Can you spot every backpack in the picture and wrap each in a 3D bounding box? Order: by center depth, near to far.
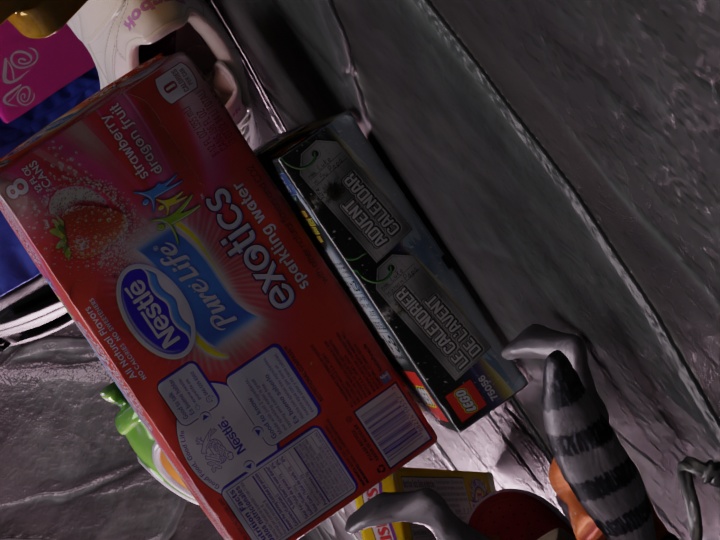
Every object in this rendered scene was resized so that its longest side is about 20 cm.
[{"bbox_3d":[-0.202,-0.049,1.448,0.168,0.200,0.163,54,173,10],"label":"backpack"}]

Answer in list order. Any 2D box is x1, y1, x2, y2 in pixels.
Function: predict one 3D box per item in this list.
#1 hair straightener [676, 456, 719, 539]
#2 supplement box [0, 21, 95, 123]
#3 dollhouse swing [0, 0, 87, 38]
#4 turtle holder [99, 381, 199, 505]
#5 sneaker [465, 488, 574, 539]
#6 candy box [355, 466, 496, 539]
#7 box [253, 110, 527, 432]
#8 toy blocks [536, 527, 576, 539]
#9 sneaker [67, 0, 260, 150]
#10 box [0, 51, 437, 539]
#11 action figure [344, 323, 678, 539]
[{"bbox_3d":[0.136,0.123,0.582,0.200,0.077,0.041,49,-175,35],"label":"hair straightener"},{"bbox_3d":[-0.230,-0.197,1.379,0.200,0.103,0.101,47,167,41],"label":"supplement box"},{"bbox_3d":[-0.224,-0.179,0.961,0.182,0.176,0.200,43,167,52],"label":"dollhouse swing"},{"bbox_3d":[-0.106,0.109,1.731,0.132,0.141,0.186,54,171,1],"label":"turtle holder"},{"bbox_3d":[0.082,0.177,0.987,0.112,0.071,0.200,49,-159,-64],"label":"sneaker"},{"bbox_3d":[0.042,0.146,1.090,0.200,0.026,0.102,21,-125,-73],"label":"candy box"},{"bbox_3d":[0.000,0.000,1.028,0.137,0.040,0.200,56,172,-6],"label":"box"},{"bbox_3d":[0.043,0.196,0.874,0.100,0.137,0.200,34,-140,-23],"label":"toy blocks"},{"bbox_3d":[-0.089,-0.076,1.118,0.100,0.075,0.200,51,171,38],"label":"sneaker"},{"bbox_3d":[-0.067,0.015,0.984,0.200,0.100,0.095,57,172,-9],"label":"box"},{"bbox_3d":[0.086,0.132,0.769,0.194,0.105,0.200,49,-144,-4],"label":"action figure"}]
